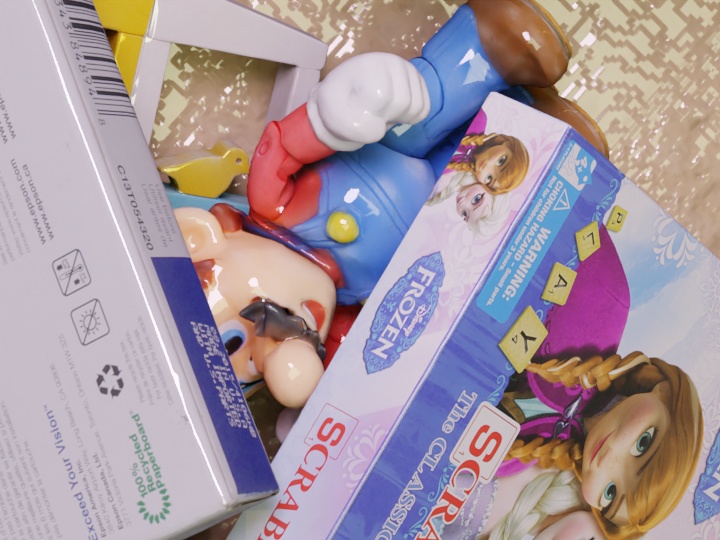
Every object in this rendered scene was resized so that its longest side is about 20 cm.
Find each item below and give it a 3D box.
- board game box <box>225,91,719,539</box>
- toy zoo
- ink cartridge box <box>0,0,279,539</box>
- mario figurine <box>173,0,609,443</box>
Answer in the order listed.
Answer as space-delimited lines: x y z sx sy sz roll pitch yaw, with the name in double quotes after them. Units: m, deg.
0.058 0.071 0.952 0.199 0.041 0.200 35 84 -48 "board game box"
-0.089 -0.026 0.958 0.131 0.020 0.200 9 102 -21 "toy zoo"
-0.146 0.020 0.904 0.200 0.043 0.197 -26 80 26 "ink cartridge box"
0.000 0.000 0.926 0.200 0.106 0.124 -39 99 -11 "mario figurine"
